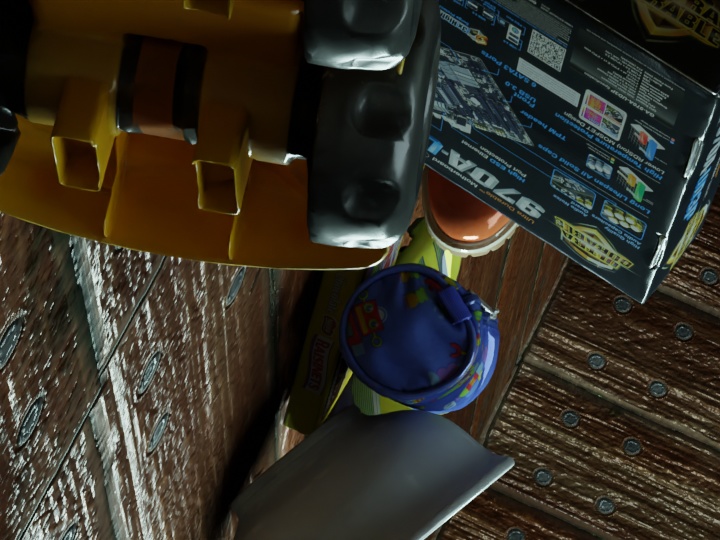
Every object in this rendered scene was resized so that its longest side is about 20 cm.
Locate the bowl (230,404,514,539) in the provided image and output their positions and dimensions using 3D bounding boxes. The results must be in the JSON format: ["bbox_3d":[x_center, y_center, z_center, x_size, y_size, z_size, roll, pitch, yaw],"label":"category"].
[{"bbox_3d":[-0.012,0.143,1.518,0.201,0.090,0.201,-38,174,-5],"label":"bowl"}]

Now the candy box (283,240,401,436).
[{"bbox_3d":[0.000,0.000,1.530,0.200,0.026,0.102,106,9,-45],"label":"candy box"}]

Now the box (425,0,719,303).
[{"bbox_3d":[0.050,-0.090,0.974,0.046,0.200,0.159,-51,166,-25],"label":"box"}]

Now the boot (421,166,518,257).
[{"bbox_3d":[0.086,-0.111,1.636,0.107,0.075,0.201,80,26,-70],"label":"boot"}]

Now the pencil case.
[{"bbox_3d":[0.040,0.041,1.526,0.087,0.078,0.200,-35,172,3],"label":"pencil case"}]

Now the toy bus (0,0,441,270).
[{"bbox_3d":[-0.036,-0.119,0.649,0.200,0.135,0.193,90,12,-65],"label":"toy bus"}]

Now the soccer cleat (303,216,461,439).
[{"bbox_3d":[0.034,0.053,1.691,0.065,0.083,0.201,45,69,-81],"label":"soccer cleat"}]
